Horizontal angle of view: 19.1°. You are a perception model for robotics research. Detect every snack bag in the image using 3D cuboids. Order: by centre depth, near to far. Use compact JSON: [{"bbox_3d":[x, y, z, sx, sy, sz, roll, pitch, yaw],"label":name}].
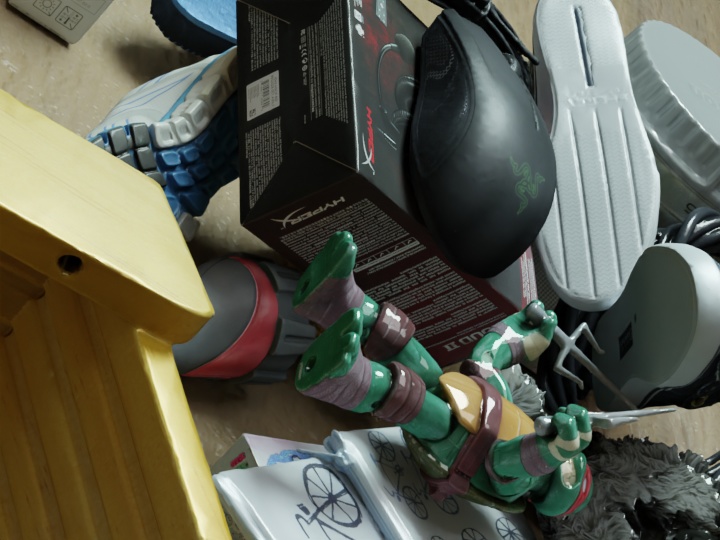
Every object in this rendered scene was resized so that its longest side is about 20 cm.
[{"bbox_3d":[0.033,0.150,0.986,0.200,0.021,0.189,0,49,-56],"label":"snack bag"}]

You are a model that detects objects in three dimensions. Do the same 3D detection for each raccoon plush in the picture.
[{"bbox_3d":[0.140,0.140,1.150,0.134,0.096,0.200,74,-11,-54],"label":"raccoon plush"}]

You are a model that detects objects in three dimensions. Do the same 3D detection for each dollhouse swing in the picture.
[{"bbox_3d":[-0.161,0.066,0.722,0.181,0.200,0.176,30,30,-27],"label":"dollhouse swing"}]

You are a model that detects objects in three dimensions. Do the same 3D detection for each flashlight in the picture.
[{"bbox_3d":[-0.107,0.017,1.023,0.199,0.068,0.068,11,43,-50],"label":"flashlight"}]

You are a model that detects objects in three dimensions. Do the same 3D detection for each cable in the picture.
[{"bbox_3d":[0.181,0.060,1.217,0.164,0.199,0.051,64,-12,-10],"label":"cable"}]

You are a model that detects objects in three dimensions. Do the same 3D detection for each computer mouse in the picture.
[{"bbox_3d":[0.066,-0.087,1.104,0.138,0.053,0.201,45,34,-40],"label":"computer mouse"}]

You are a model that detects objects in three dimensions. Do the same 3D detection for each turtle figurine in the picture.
[{"bbox_3d":[0.060,0.065,1.018,0.199,0.101,0.150,29,10,-23],"label":"turtle figurine"}]

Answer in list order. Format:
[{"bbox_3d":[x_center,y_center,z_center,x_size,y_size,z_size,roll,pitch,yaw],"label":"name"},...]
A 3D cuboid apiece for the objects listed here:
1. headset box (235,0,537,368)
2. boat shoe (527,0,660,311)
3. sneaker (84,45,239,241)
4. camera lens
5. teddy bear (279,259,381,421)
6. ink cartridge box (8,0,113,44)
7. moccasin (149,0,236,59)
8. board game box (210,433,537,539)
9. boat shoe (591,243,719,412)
[{"bbox_3d":[0.021,-0.051,1.138,0.200,0.075,0.149,39,38,-44],"label":"headset box"},{"bbox_3d":[0.129,-0.063,1.213,0.072,0.071,0.201,1,65,0],"label":"boat shoe"},{"bbox_3d":[-0.116,-0.055,1.125,0.200,0.086,0.075,-40,117,-44],"label":"sneaker"},{"bbox_3d":[0.159,-0.035,1.332,0.160,0.200,0.160,34,27,-20],"label":"camera lens"},{"bbox_3d":[0.000,0.000,1.204,0.145,0.067,0.200,48,27,1],"label":"teddy bear"},{"bbox_3d":[-0.121,-0.234,1.214,0.050,0.200,0.109,32,29,-25],"label":"ink cartridge box"},{"bbox_3d":[-0.056,-0.132,1.318,0.199,0.068,0.081,12,49,-47],"label":"moccasin"},{"bbox_3d":[0.038,0.177,1.027,0.199,0.043,0.200,14,39,-46],"label":"board game box"},{"bbox_3d":[0.183,0.031,1.100,0.090,0.200,0.071,-1,78,-7],"label":"boat shoe"}]
